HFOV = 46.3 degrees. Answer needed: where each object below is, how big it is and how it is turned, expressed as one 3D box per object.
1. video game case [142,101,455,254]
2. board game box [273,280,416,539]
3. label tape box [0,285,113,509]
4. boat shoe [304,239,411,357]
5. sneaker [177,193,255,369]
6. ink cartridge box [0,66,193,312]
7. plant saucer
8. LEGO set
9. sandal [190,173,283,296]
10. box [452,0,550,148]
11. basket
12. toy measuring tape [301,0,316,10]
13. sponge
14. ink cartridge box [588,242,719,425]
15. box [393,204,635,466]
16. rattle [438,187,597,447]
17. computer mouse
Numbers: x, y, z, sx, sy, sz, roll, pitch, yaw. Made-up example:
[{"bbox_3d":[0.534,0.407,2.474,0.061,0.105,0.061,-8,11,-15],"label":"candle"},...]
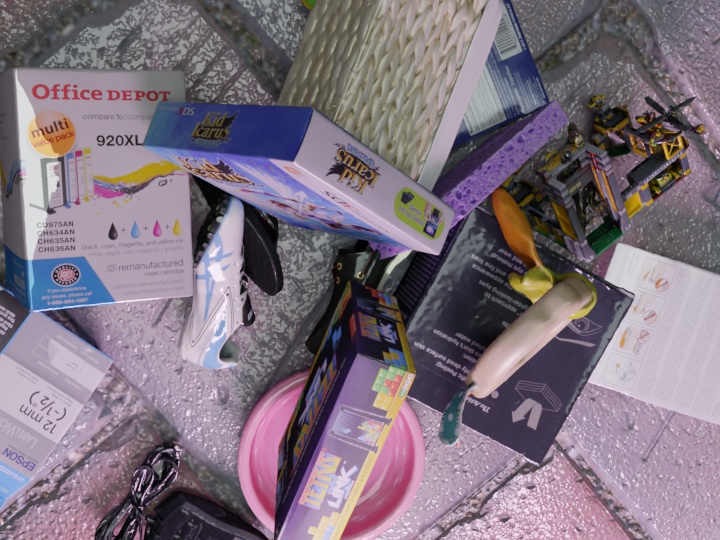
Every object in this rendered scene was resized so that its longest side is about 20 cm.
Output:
[{"bbox_3d":[-0.052,-0.076,0.698,0.181,0.199,0.046,29,78,-45],"label":"video game case"},{"bbox_3d":[-0.021,0.132,0.771,0.056,0.165,0.201,20,107,-9],"label":"board game box"},{"bbox_3d":[-0.354,0.130,0.801,0.143,0.066,0.201,38,66,-20],"label":"label tape box"},{"bbox_3d":[-0.001,0.000,0.869,0.063,0.074,0.202,34,88,-13],"label":"boat shoe"},{"bbox_3d":[-0.134,0.013,0.832,0.072,0.072,0.201,10,124,-9],"label":"sneaker"},{"bbox_3d":[-0.244,-0.079,0.767,0.146,0.144,0.202,-5,100,-28],"label":"ink cartridge box"},{"bbox_3d":[-0.032,0.196,0.907,0.199,0.051,0.202,-1,100,-8],"label":"plant saucer"},{"bbox_3d":[0.223,-0.114,0.828,0.199,0.154,0.116,-33,127,0],"label":"LEGO set"},{"bbox_3d":[-0.119,-0.070,0.846,0.048,0.075,0.201,-32,102,-29],"label":"sandal"},{"bbox_3d":[0.082,-0.186,0.870,0.199,0.032,0.122,-25,100,-4],"label":"box"},{"bbox_3d":[0.016,-0.178,0.761,0.123,0.135,0.201,20,95,-34],"label":"basket"},{"bbox_3d":[-0.062,-0.283,0.811,0.199,0.074,0.074,5,98,-14],"label":"toy measuring tape"},{"bbox_3d":[0.104,-0.086,0.811,0.200,0.111,0.030,-40,99,-27],"label":"sponge"},{"bbox_3d":[0.346,0.070,0.945,0.199,0.047,0.161,18,97,-5],"label":"ink cartridge box"},{"bbox_3d":[0.135,0.059,0.873,0.196,0.117,0.201,29,93,-11],"label":"box"},{"bbox_3d":[0.106,0.050,0.777,0.143,0.130,0.200,43,118,-1],"label":"rattle"},{"bbox_3d":[-0.169,0.285,0.906,0.199,0.053,0.139,34,92,-1],"label":"computer mouse"}]
